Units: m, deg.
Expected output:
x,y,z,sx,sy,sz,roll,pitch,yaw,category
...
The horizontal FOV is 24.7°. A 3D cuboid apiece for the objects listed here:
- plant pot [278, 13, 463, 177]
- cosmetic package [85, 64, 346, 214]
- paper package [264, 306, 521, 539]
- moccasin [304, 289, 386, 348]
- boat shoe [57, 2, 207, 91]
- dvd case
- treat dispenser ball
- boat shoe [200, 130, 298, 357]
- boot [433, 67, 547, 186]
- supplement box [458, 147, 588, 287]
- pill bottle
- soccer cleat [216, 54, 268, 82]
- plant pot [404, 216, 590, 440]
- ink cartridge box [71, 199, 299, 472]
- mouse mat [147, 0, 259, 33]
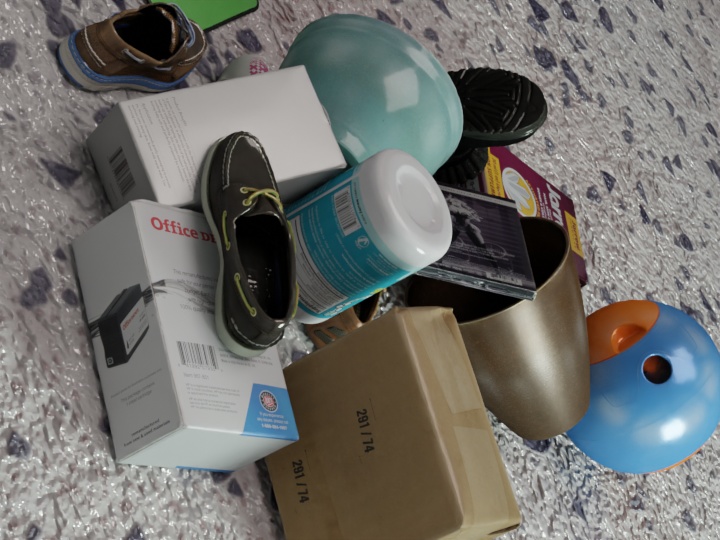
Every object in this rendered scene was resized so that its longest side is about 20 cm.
x,y,z,sx,sy,sz,roll,pitch,yaw,category
-0.015,-0.135,1.642,0.201,0.200,0.134,50,50,-19,plant pot
-0.126,-0.105,1.460,0.199,0.085,0.108,-14,77,-35,cosmetic package
0.016,0.158,1.423,0.103,0.190,0.201,8,58,-55,paper package
-0.001,-0.001,1.644,0.074,0.078,0.202,50,32,-17,moccasin
-0.192,-0.210,1.529,0.073,0.072,0.200,61,30,-1,boat shoe
0.100,-0.039,1.704,0.148,0.016,0.200,13,29,-9,dvd case
0.322,0.134,1.904,0.201,0.200,0.202,37,38,-36,treat dispenser ball
-0.086,-0.031,1.360,0.071,0.061,0.202,10,61,-32,boat shoe
0.116,-0.144,1.757,0.158,0.210,0.080,51,51,-54,boot
0.163,-0.053,1.915,0.200,0.103,0.132,32,40,-42,supplement box
-0.022,-0.022,1.506,0.111,0.199,0.111,36,39,-36,pill bottle
-0.132,-0.150,1.577,0.086,0.070,0.201,35,38,-31,soccer cleat
0.171,0.077,1.771,0.201,0.186,0.187,63,26,-27,plant pot
-0.146,0.057,1.366,0.145,0.083,0.201,13,55,-51,ink cartridge box
-0.186,-0.321,1.699,0.161,0.008,0.200,58,31,-5,mouse mat
